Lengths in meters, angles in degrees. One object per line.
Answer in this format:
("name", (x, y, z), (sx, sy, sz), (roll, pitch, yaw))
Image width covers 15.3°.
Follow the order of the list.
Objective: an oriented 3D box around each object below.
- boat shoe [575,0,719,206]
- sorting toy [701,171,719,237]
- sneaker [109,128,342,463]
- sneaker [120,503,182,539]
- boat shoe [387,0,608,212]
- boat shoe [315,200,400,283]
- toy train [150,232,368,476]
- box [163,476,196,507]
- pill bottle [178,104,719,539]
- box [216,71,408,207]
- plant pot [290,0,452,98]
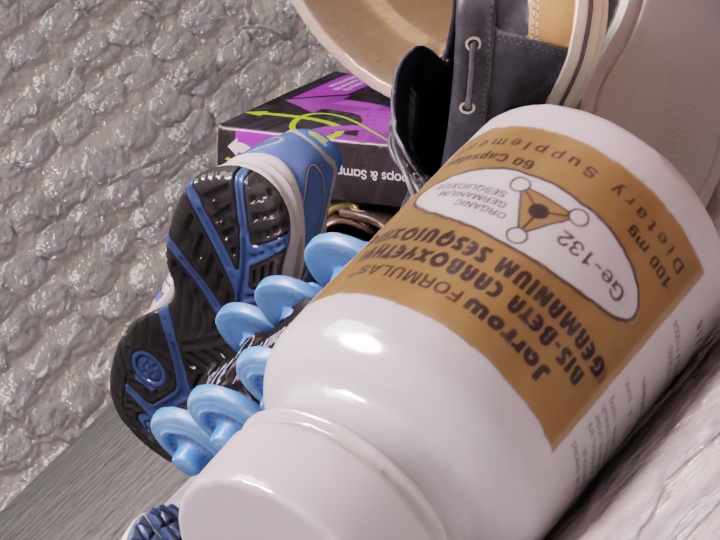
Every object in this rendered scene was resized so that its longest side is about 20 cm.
("boat shoe", (0.106, -0.095, 1.056), (0.060, 0.074, 0.201), (0, 82, 58))
("sorting toy", (0.135, -0.045, 1.126), (0.180, 0.107, 0.200), (-4, 35, 51))
("sneaker", (-0.056, 0.017, 1.232), (0.077, 0.076, 0.200), (-43, -12, -45))
("sneaker", (-0.082, 0.154, 1.208), (0.085, 0.077, 0.200), (-49, -5, 11))
("boat shoe", (0.039, -0.057, 1.040), (0.200, 0.062, 0.075), (115, 158, -56))
("boat shoe", (0.000, 0.000, 1.283), (0.072, 0.060, 0.200), (-30, 27, 15))
("toy train", (-0.009, 0.059, 1.104), (0.087, 0.114, 0.200), (-58, 10, -26))
("box", (-0.105, 0.164, 1.350), (0.200, 0.049, 0.082), (-45, 6, -27))
("pill bottle", (0.032, 0.042, 0.927), (0.200, 0.114, 0.114), (-46, 6, -34))
("box", (0.048, -0.062, 1.323), (0.199, 0.036, 0.143), (9, 18, 21))
("plant pot", (0.081, -0.201, 1.339), (0.200, 0.201, 0.183), (-38, -4, 42))
